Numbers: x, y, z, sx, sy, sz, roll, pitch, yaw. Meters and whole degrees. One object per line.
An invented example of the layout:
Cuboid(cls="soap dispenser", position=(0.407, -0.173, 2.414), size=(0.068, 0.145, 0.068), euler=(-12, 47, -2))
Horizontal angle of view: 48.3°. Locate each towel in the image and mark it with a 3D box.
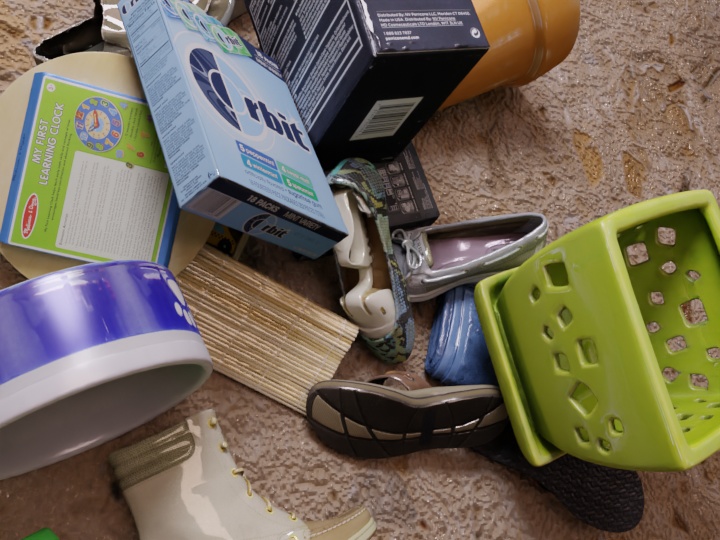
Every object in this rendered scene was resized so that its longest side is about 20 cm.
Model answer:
Cuboid(cls="towel", position=(0.165, 0.088, 0.830), size=(0.197, 0.049, 0.113), euler=(21, 62, -16))

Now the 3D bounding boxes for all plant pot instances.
Cuboid(cls="plant pot", position=(0.225, 0.059, 0.717), size=(0.198, 0.181, 0.202), euler=(-14, 83, -40))
Cuboid(cls="plant pot", position=(0.106, -0.272, 0.886), size=(0.182, 0.200, 0.201), euler=(-35, 85, -16))

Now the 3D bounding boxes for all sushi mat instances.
Cuboid(cls="sushi mat", position=(-0.107, 0.047, 0.714), size=(0.198, 0.012, 0.097), euler=(29, 92, -13))

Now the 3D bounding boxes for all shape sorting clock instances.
Cuboid(cls="shape sorting clock", position=(-0.213, -0.076, 0.663), size=(0.196, 0.039, 0.204), euler=(-1, 94, -16))

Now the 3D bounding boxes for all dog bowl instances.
Cuboid(cls="dog bowl", position=(-0.210, 0.075, 0.572), size=(0.198, 0.200, 0.080), euler=(-19, 74, -30))

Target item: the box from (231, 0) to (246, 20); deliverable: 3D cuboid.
Cuboid(cls="box", position=(-0.135, -0.327, 0.855), size=(0.082, 0.068, 0.200), euler=(45, 57, -1))

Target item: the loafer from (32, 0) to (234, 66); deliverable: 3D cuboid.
Cuboid(cls="loafer", position=(-0.204, -0.212, 0.718), size=(0.198, 0.070, 0.076), euler=(-31, 54, 2))

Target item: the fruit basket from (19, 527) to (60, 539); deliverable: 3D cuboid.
Cuboid(cls="fruit basket", position=(-0.238, 0.303, 0.505), size=(0.213, 0.155, 0.218), euler=(23, 46, -26))

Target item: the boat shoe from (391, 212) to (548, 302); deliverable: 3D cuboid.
Cuboid(cls="boat shoe", position=(0.087, -0.019, 0.798), size=(0.198, 0.065, 0.075), euler=(-5, 50, 0))

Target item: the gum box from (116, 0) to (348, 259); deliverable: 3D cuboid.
Cuboid(cls="gum box", position=(-0.102, -0.120, 0.657), size=(0.169, 0.044, 0.202), euler=(21, 42, -57))

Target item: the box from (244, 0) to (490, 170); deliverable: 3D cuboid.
Cuboid(cls="box", position=(-0.004, -0.229, 0.736), size=(0.122, 0.200, 0.201), euler=(-12, 75, -27))

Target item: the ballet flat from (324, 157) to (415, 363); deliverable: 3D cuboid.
Cuboid(cls="ballet flat", position=(0.000, 0.000, 0.742), size=(0.073, 0.074, 0.203), euler=(-21, 102, -30))

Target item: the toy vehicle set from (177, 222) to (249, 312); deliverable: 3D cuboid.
Cuboid(cls="toy vehicle set", position=(-0.192, -0.062, 0.704), size=(0.198, 0.027, 0.126), euler=(25, 92, -13))

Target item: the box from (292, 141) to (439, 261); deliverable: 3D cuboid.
Cuboid(cls="box", position=(-0.023, -0.123, 0.831), size=(0.156, 0.051, 0.203), euler=(-14, 76, -29))

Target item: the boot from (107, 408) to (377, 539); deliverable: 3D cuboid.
Cuboid(cls="boot", position=(-0.093, 0.185, 0.658), size=(0.197, 0.072, 0.157), euler=(-14, 73, -28))

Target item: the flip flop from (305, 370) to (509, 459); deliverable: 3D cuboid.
Cuboid(cls="flip flop", position=(0.044, 0.125, 0.749), size=(0.196, 0.082, 0.058), euler=(0, 33, -16))

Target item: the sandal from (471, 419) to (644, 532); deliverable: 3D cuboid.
Cuboid(cls="sandal", position=(0.191, 0.185, 0.797), size=(0.198, 0.045, 0.076), euler=(30, 90, 4))
